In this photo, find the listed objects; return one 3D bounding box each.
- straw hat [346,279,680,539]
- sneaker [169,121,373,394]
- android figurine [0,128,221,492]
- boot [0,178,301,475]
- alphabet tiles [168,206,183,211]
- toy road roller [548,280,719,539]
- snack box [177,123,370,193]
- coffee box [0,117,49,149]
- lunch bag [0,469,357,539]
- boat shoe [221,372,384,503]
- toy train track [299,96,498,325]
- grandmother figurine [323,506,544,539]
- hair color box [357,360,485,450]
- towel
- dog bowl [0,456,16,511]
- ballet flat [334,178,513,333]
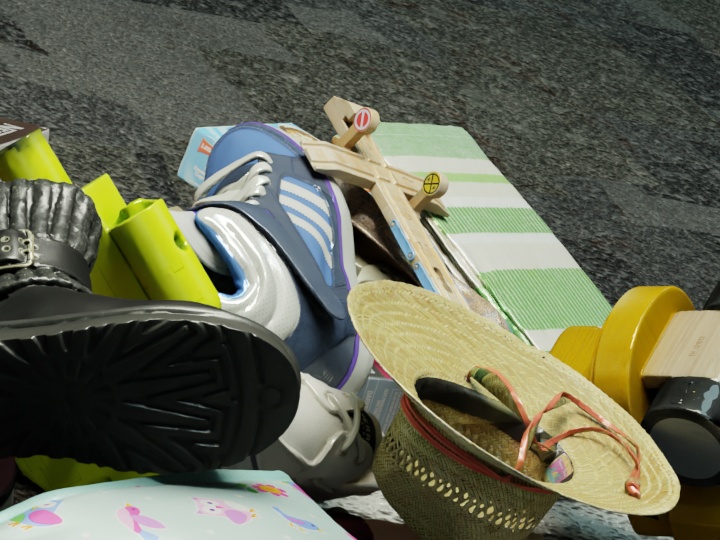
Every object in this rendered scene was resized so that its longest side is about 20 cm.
[{"bbox_3d":[0.058,0.097,1.526,0.201,0.085,0.201,29,19,-11],"label":"straw hat"},{"bbox_3d":[-0.070,-0.026,1.633,0.146,0.080,0.200,34,28,-49],"label":"sneaker"},{"bbox_3d":[-0.149,0.034,1.532,0.200,0.182,0.041,62,28,-5],"label":"android figurine"},{"bbox_3d":[-0.127,0.021,1.417,0.210,0.080,0.158,2,28,4],"label":"boot"},{"bbox_3d":[-0.131,0.011,1.754,0.199,0.006,0.166,-13,31,-26],"label":"alphabet tiles"},{"bbox_3d":[0.178,0.099,1.678,0.146,0.200,0.123,1,39,32],"label":"toy road roller"},{"bbox_3d":[-0.002,-0.029,1.847,0.200,0.037,0.116,32,18,24],"label":"snack box"},{"bbox_3d":[-0.273,-0.038,1.703,0.113,0.080,0.200,12,16,22],"label":"coffee box"},{"bbox_3d":[-0.070,0.171,1.325,0.200,0.122,0.170,6,24,-48],"label":"lunch bag"},{"bbox_3d":[-0.025,0.082,1.547,0.070,0.071,0.200,-3,-18,13],"label":"boat shoe"},{"bbox_3d":[0.034,-0.031,1.688,0.115,0.033,0.200,17,35,-46],"label":"toy train track"},{"bbox_3d":[-0.004,0.147,1.548,0.199,0.061,0.121,7,-4,-24],"label":"grandmother figurine"},{"bbox_3d":[0.049,0.074,1.774,0.199,0.061,0.099,8,22,-31],"label":"hair color box"},{"bbox_3d":[0.081,-0.011,1.802,0.200,0.023,0.152,51,24,20],"label":"towel"},{"bbox_3d":[-0.254,0.088,1.433,0.199,0.074,0.200,18,20,-7],"label":"dog bowl"},{"bbox_3d":[0.000,0.000,1.722,0.200,0.068,0.067,35,35,23],"label":"ballet flat"}]
